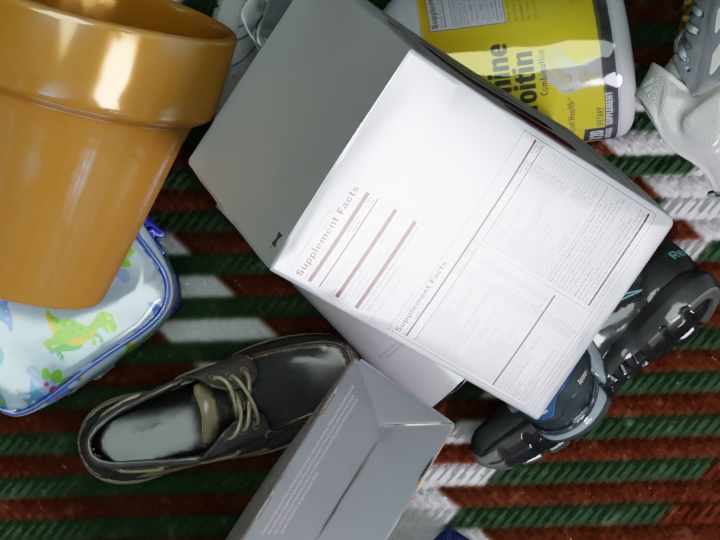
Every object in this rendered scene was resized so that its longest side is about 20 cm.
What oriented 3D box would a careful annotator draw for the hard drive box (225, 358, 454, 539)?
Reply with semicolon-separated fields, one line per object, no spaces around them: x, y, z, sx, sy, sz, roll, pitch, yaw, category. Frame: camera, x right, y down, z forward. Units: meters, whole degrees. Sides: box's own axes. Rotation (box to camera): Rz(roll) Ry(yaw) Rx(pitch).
-0.036;0.166;1.464;0.077;0.200;0.156;34;62;-1;hard drive box

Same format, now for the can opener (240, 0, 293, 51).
-0.008;-0.217;1.505;0.053;0.067;0.200;43;64;-24;can opener

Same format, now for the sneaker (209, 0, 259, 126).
-0.058;-0.173;1.547;0.087;0.075;0.201;11;92;-6;sneaker

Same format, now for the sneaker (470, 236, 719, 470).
0.146;0.054;1.562;0.200;0.075;0.079;-40;67;2;sneaker

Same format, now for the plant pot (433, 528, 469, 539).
0.073;0.310;1.501;0.200;0.180;0.200;40;90;-1;plant pot

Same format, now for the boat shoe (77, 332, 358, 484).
-0.093;0.097;1.548;0.199;0.073;0.075;-22;91;0;boat shoe

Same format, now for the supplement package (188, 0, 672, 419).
0.037;-0.048;1.373;0.199;0.191;0.147;30;99;-27;supplement package

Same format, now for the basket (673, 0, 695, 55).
0.272;-0.154;1.481;0.142;0.200;0.150;10;90;6;basket

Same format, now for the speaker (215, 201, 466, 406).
0.000;0.000;1.542;0.081;0.081;0.200;-44;92;0;speaker

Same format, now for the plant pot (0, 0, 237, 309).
-0.194;-0.083;1.423;0.199;0.200;0.184;16;102;-1;plant pot

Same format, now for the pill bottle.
0.075;-0.131;1.526;0.199;0.112;0.113;-8;91;0;pill bottle

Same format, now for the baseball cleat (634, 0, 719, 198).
0.205;-0.143;1.354;0.106;0.070;0.201;-12;86;10;baseball cleat

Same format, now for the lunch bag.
-0.222;-0.017;1.541;0.160;0.082;0.200;-36;90;1;lunch bag

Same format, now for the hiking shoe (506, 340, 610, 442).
0.107;0.010;1.505;0.074;0.087;0.201;-30;54;22;hiking shoe
